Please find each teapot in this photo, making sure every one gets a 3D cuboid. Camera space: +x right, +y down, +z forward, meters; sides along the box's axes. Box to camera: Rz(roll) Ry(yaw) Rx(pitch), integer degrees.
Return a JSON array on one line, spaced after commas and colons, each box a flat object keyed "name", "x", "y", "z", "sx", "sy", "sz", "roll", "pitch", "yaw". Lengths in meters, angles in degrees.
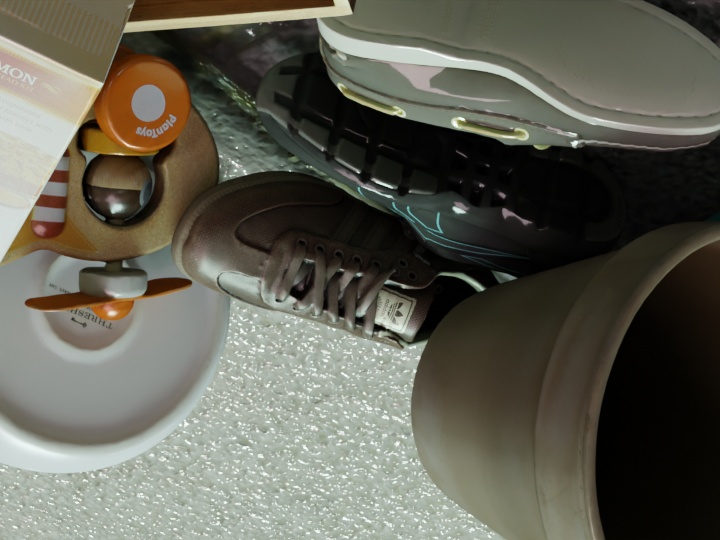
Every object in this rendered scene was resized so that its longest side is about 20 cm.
[{"name": "teapot", "x": -0.179, "y": 0.015, "z": 1.126, "sx": 0.146, "sy": 0.197, "sz": 0.201, "roll": -1, "pitch": 117, "yaw": 58}]

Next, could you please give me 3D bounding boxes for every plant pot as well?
[{"name": "plant pot", "x": 0.122, "y": 0.071, "z": 1.019, "sx": 0.200, "sy": 0.201, "sz": 0.173, "roll": 41, "pitch": 160, "yaw": -34}]

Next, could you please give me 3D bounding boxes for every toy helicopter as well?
[{"name": "toy helicopter", "x": -0.159, "y": -0.020, "z": 1.026, "sx": 0.079, "sy": 0.199, "sz": 0.133, "roll": 25, "pitch": 141, "yaw": 62}]

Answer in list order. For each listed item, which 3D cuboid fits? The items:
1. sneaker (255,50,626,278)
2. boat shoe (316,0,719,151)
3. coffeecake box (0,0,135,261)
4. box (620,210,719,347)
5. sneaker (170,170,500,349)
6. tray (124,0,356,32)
[{"name": "sneaker", "x": 0.033, "y": -0.042, "z": 1.048, "sx": 0.199, "sy": 0.076, "sz": 0.079, "roll": 24, "pitch": 147, "yaw": -14}, {"name": "boat shoe", "x": 0.076, "y": -0.093, "z": 0.966, "sx": 0.201, "sy": 0.072, "sz": 0.060, "roll": 15, "pitch": 148, "yaw": 10}, {"name": "coffeecake box", "x": -0.201, "y": -0.077, "z": 0.874, "sx": 0.153, "sy": 0.073, "sz": 0.200, "roll": 25, "pitch": 139, "yaw": -14}, {"name": "box", "x": 0.191, "y": 0.022, "z": 1.102, "sx": 0.082, "sy": 0.049, "sz": 0.200, "roll": 29, "pitch": 143, "yaw": -20}, {"name": "sneaker", "x": 0.000, "y": 0.000, "z": 1.070, "sx": 0.199, "sy": 0.075, "sz": 0.071, "roll": 9, "pitch": 110, "yaw": -37}, {"name": "tray", "x": -0.107, "y": -0.145, "z": 0.859, "sx": 0.199, "sy": 0.037, "sz": 0.099, "roll": -3, "pitch": 141, "yaw": 16}]
